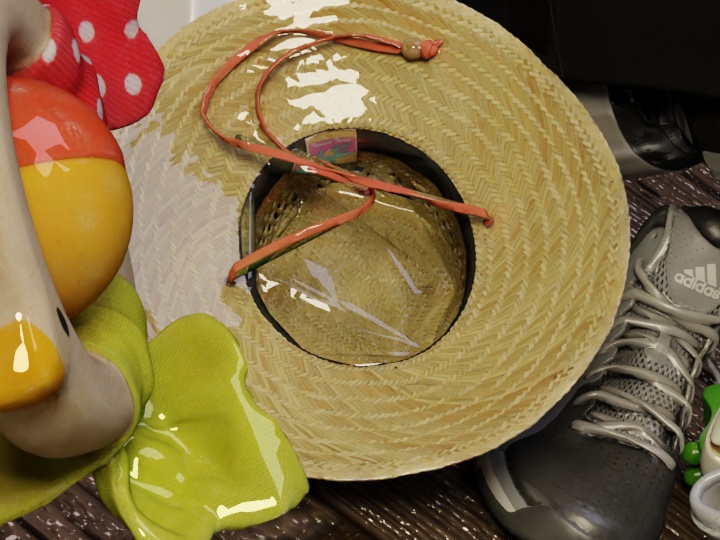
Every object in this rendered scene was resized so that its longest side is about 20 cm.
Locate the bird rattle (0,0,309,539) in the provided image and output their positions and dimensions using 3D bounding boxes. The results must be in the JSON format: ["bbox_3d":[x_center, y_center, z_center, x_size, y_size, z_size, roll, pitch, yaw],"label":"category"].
[{"bbox_3d":[-0.080,-0.020,0.744,0.112,0.201,0.163,-5,-10,6],"label":"bird rattle"}]

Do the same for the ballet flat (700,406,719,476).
[{"bbox_3d":[0.154,0.079,1.012,0.063,0.067,0.201,-9,57,-2],"label":"ballet flat"}]

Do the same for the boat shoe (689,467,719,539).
[{"bbox_3d":[0.204,0.069,0.900,0.065,0.201,0.075,46,43,-35],"label":"boat shoe"}]

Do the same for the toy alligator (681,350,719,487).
[{"bbox_3d":[0.152,0.081,1.103,0.054,0.059,0.200,-22,43,-13],"label":"toy alligator"}]

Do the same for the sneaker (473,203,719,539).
[{"bbox_3d":[0.104,0.031,1.052,0.075,0.116,0.200,31,21,-4],"label":"sneaker"}]

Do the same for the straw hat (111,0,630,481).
[{"bbox_3d":[0.000,0.000,1.016,0.201,0.201,0.085,39,-21,19],"label":"straw hat"}]

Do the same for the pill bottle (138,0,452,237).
[{"bbox_3d":[-0.023,-0.077,1.125,0.200,0.114,0.113,9,30,-45],"label":"pill bottle"}]

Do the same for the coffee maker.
[{"bbox_3d":[0.103,-0.112,1.026,0.200,0.135,0.192,5,-42,46],"label":"coffee maker"}]
